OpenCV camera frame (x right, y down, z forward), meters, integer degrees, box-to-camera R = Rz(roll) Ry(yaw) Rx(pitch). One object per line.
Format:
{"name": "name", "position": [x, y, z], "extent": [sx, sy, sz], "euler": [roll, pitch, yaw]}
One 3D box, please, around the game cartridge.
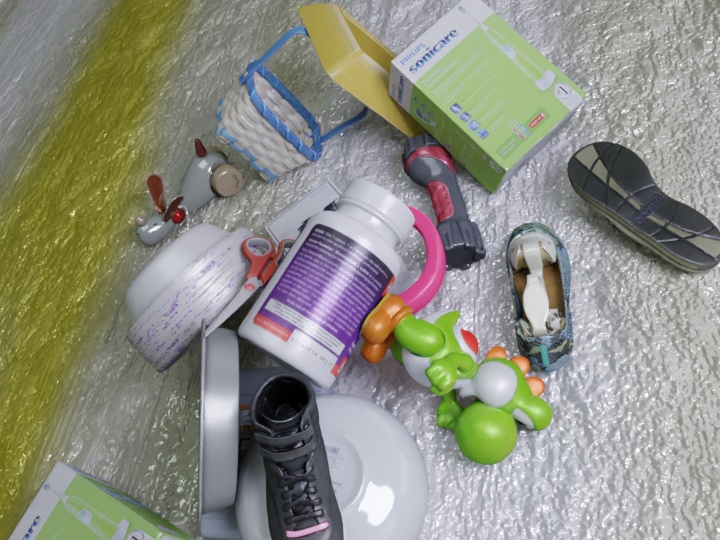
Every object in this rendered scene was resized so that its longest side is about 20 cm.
{"name": "game cartridge", "position": [-0.097, 0.199, 0.763], "extent": [0.133, 0.042, 0.201], "euler": [-11, 51, 26]}

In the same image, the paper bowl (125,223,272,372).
{"name": "paper bowl", "position": [-0.207, 0.022, 0.838], "extent": [0.201, 0.104, 0.201], "euler": [-44, 4, 4]}

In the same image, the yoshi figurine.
{"name": "yoshi figurine", "position": [0.086, 0.117, 0.670], "extent": [0.199, 0.112, 0.112], "euler": [31, 116, 13]}

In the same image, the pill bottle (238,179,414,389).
{"name": "pill bottle", "position": [-0.028, 0.010, 0.702], "extent": [0.111, 0.111, 0.201], "euler": [22, 74, 38]}

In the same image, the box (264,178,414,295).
{"name": "box", "position": [-0.031, -0.022, 0.880], "extent": [0.116, 0.060, 0.200], "euler": [-38, 48, -3]}

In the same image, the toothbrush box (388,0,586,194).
{"name": "toothbrush box", "position": [0.155, -0.223, 0.858], "extent": [0.146, 0.086, 0.200], "euler": [-43, 81, -10]}

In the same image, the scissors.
{"name": "scissors", "position": [-0.106, 0.014, 0.719], "extent": [0.073, 0.014, 0.200], "euler": [13, 31, -2]}

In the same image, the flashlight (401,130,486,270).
{"name": "flashlight", "position": [0.098, -0.090, 0.862], "extent": [0.068, 0.068, 0.201], "euler": [-39, 42, 33]}

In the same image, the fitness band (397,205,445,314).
{"name": "fitness band", "position": [0.000, 0.000, 0.783], "extent": [0.199, 0.037, 0.144], "euler": [-17, 60, 12]}

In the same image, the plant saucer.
{"name": "plant saucer", "position": [0.016, -0.291, 0.965], "extent": [0.048, 0.199, 0.201], "euler": [-43, 43, 23]}

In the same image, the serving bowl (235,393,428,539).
{"name": "serving bowl", "position": [-0.033, 0.208, 0.666], "extent": [0.199, 0.066, 0.201], "euler": [-4, 57, 6]}

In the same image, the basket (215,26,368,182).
{"name": "basket", "position": [-0.111, -0.246, 1.017], "extent": [0.199, 0.176, 0.140], "euler": [-28, 43, 21]}

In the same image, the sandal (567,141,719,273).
{"name": "sandal", "position": [0.302, -0.064, 0.745], "extent": [0.080, 0.057, 0.201], "euler": [-33, 61, -7]}

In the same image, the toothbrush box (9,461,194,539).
{"name": "toothbrush box", "position": [-0.283, 0.316, 0.720], "extent": [0.199, 0.086, 0.146], "euler": [13, 66, 35]}

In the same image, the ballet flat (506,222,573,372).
{"name": "ballet flat", "position": [0.193, 0.010, 0.732], "extent": [0.074, 0.074, 0.201], "euler": [-14, 50, 17]}

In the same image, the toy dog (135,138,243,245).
{"name": "toy dog", "position": [-0.280, -0.131, 1.070], "extent": [0.131, 0.096, 0.201], "euler": [16, 64, 36]}

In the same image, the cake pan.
{"name": "cake pan", "position": [-0.147, 0.150, 0.691], "extent": [0.036, 0.201, 0.201], "euler": [2, 48, -13]}

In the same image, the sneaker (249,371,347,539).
{"name": "sneaker", "position": [-0.059, 0.180, 0.590], "extent": [0.070, 0.099, 0.201], "euler": [-12, 58, -1]}
